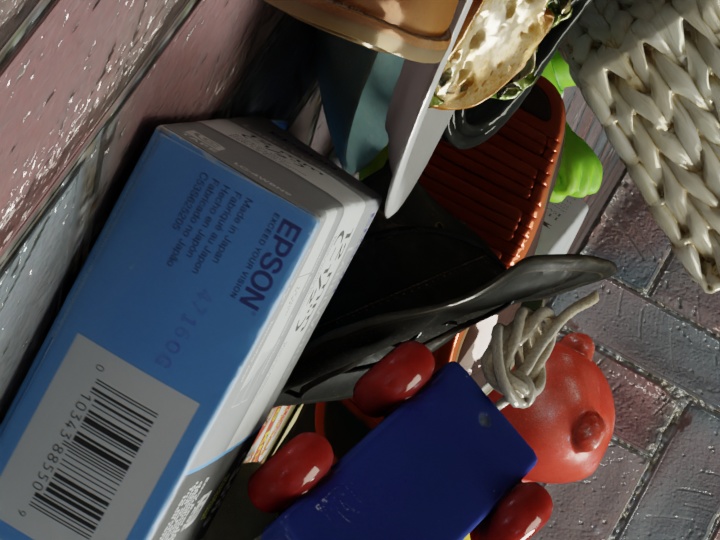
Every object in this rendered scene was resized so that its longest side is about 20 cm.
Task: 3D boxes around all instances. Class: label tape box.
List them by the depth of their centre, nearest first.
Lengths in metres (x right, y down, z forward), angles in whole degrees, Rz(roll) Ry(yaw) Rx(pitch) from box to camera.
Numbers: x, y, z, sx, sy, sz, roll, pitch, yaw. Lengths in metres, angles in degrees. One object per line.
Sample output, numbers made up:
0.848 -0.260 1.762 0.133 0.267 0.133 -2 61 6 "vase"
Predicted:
-0.054 0.023 0.927 0.143 0.066 0.200 -62 172 8 "label tape box"

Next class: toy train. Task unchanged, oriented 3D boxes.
0.012 0.083 1.009 0.116 0.085 0.200 -40 180 43 "toy train"

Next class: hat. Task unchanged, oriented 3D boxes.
0.000 0.000 1.073 0.200 0.081 0.201 -23 173 -3 "hat"

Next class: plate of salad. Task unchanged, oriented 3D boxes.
0.059 -0.106 0.950 0.200 0.048 0.200 24 90 -86 "plate of salad"

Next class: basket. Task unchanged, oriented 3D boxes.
0.162 -0.094 1.190 0.123 0.136 0.200 -31 -161 7 "basket"

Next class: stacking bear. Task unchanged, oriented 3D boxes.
0.050 0.103 1.455 0.200 0.114 0.122 -28 -139 25 "stacking bear"

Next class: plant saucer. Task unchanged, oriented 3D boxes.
0.027 -0.133 1.013 0.201 0.039 0.201 -60 174 -11 "plant saucer"

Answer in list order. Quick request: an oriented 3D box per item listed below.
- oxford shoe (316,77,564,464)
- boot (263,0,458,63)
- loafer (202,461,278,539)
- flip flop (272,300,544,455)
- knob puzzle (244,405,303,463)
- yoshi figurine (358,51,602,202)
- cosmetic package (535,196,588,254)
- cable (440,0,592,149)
0.043 0.000 1.211 0.073 0.071 0.200 -7 126 -62 "oxford shoe"
0.025 -0.154 0.789 0.200 0.074 0.155 -76 -168 -65 "boot"
-0.045 0.125 1.129 0.075 0.070 0.200 -55 177 1 "loafer"
0.015 0.071 1.307 0.200 0.081 0.058 -57 168 -7 "flip flop"
-0.062 0.082 1.245 0.220 0.030 0.220 -61 173 -13 "knob puzzle"
0.067 -0.066 1.306 0.200 0.112 0.112 -46 173 -45 "yoshi figurine"
0.051 -0.010 1.429 0.074 0.102 0.200 -64 174 16 "cosmetic package"
0.087 -0.136 1.096 0.200 0.050 0.097 -55 151 1 "cable"
